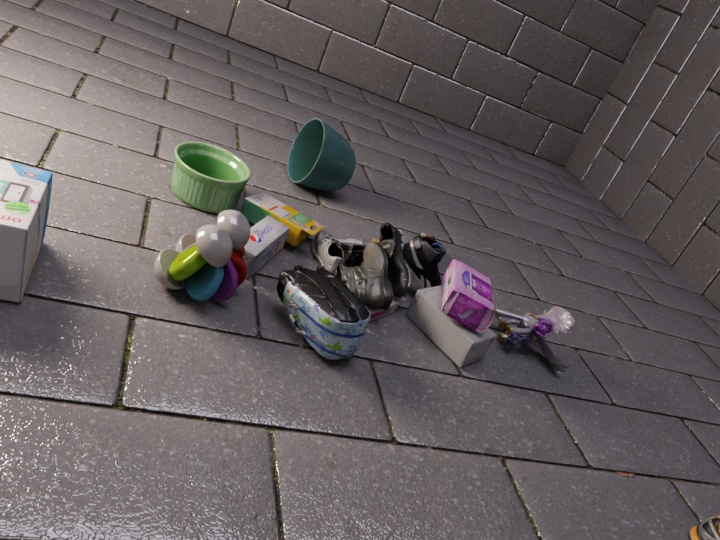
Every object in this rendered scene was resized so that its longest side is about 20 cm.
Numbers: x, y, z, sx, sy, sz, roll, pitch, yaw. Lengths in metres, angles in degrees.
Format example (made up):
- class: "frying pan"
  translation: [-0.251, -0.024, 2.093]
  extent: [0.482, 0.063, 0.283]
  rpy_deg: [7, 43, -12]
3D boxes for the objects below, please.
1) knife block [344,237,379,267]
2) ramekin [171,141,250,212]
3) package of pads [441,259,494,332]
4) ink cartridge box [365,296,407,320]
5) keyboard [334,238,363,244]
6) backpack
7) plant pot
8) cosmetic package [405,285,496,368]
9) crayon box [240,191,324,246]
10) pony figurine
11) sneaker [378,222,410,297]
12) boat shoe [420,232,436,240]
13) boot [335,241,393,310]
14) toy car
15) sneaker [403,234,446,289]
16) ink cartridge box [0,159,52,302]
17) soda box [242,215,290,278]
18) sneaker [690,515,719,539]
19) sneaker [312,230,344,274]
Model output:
- class: "knife block"
  translation: [0.055, -0.006, 1.571]
  extent: [0.195, 0.065, 0.177]
  rpy_deg: [24, 28, -5]
- class: "ramekin"
  translation: [-0.388, -0.236, 1.537]
  extent: [0.195, 0.099, 0.202]
  rpy_deg: [20, 28, -11]
- class: "package of pads"
  translation: [0.260, 0.058, 1.454]
  extent: [0.118, 0.077, 0.201]
  rpy_deg: [26, 24, -3]
- class: "ink cartridge box"
  translation: [0.023, 0.071, 1.444]
  extent: [0.094, 0.038, 0.197]
  rpy_deg: [40, 33, 26]
- class: "keyboard"
  translation: [-0.035, -0.077, 1.567]
  extent: [0.054, 0.011, 0.200]
  rpy_deg: [-1, 4, -9]
- class: "backpack"
  translation: [-0.067, 0.087, 1.245]
  extent: [0.197, 0.159, 0.161]
  rpy_deg: [21, 13, 42]
- class: "plant pot"
  translation: [-0.110, -0.342, 1.869]
  extent: [0.158, 0.203, 0.202]
  rpy_deg: [20, 25, -35]
- class: "cosmetic package"
  translation: [0.220, 0.132, 1.464]
  extent: [0.111, 0.082, 0.200]
  rpy_deg: [-5, 42, -45]
- class: "crayon box"
  translation: [-0.200, -0.128, 1.551]
  extent: [0.196, 0.053, 0.126]
  rpy_deg: [28, 18, 4]
- class: "pony figurine"
  translation: [0.464, 0.157, 1.586]
  extent: [0.193, 0.171, 0.194]
  rpy_deg: [0, 26, -14]
- class: "sneaker"
  translation: [0.076, -0.032, 1.488]
  extent: [0.090, 0.065, 0.205]
  rpy_deg: [39, 38, -49]
- class: "boat shoe"
  translation: [0.209, -0.050, 1.779]
  extent: [0.061, 0.072, 0.201]
  rpy_deg: [23, 24, -11]
- class: "boot"
  translation: [0.000, 0.000, 1.412]
  extent: [0.127, 0.068, 0.204]
  rpy_deg: [12, 44, -26]
- class: "toy car"
  translation: [-0.299, -0.014, 1.209]
  extent: [0.152, 0.172, 0.201]
  rpy_deg: [59, 23, -14]
- class: "sneaker"
  translation: [0.192, -0.002, 1.560]
  extent: [0.201, 0.111, 0.074]
  rpy_deg: [48, 29, -20]
- class: "ink cartridge box"
  translation: [-0.621, -0.075, 1.010]
  extent: [0.143, 0.149, 0.202]
  rpy_deg: [12, 31, -23]
- class: "soda box"
  translation: [-0.239, -0.059, 1.405]
  extent: [0.067, 0.065, 0.200]
  rpy_deg: [27, 28, 4]
- class: "sneaker"
  translation: [0.749, 0.577, 1.174]
  extent: [0.077, 0.078, 0.200]
  rpy_deg: [-2, 41, -45]
- class: "sneaker"
  translation: [-0.069, -0.049, 1.515]
  extent: [0.073, 0.083, 0.202]
  rpy_deg: [12, 31, -25]
